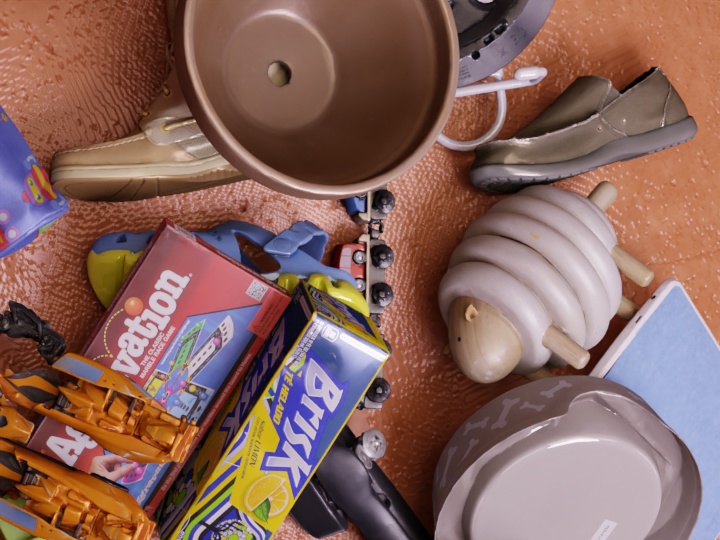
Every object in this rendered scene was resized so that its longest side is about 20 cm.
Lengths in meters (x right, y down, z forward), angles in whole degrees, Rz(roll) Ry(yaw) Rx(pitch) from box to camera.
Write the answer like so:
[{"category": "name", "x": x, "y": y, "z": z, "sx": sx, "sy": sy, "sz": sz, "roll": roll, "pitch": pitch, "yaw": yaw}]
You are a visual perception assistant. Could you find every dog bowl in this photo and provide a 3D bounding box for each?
[{"category": "dog bowl", "x": 0.141, "y": 0.160, "z": 1.740, "sx": 0.198, "sy": 0.059, "sz": 0.201, "roll": -8, "pitch": 128, "yaw": -10}]

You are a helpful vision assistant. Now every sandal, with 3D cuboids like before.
[{"category": "sandal", "x": -0.094, "y": 0.001, "z": 1.711, "sx": 0.198, "sy": 0.080, "sz": 0.088, "roll": 9, "pitch": 47, "yaw": -15}]

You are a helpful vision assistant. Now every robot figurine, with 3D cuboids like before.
[{"category": "robot figurine", "x": -0.216, "y": 0.106, "z": 1.614, "sx": 0.199, "sy": 0.058, "sz": 0.146, "roll": 23, "pitch": 88, "yaw": 7}]

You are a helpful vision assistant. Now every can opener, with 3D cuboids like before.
[{"category": "can opener", "x": 0.018, "y": 0.183, "z": 1.747, "sx": 0.200, "sy": 0.078, "sz": 0.064, "roll": 49, "pitch": 31, "yaw": -14}]

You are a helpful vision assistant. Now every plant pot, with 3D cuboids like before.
[{"category": "plant pot", "x": -0.040, "y": -0.143, "z": 1.652, "sx": 0.199, "sy": 0.093, "sz": 0.203, "roll": 3, "pitch": 81, "yaw": -22}]

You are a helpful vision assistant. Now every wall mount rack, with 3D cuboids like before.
[{"category": "wall mount rack", "x": 0.040, "y": -0.185, "z": 1.776, "sx": 0.172, "sy": 0.075, "sz": 0.202, "roll": -9, "pitch": 87, "yaw": -4}]

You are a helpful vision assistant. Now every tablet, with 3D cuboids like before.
[{"category": "tablet", "x": 0.238, "y": 0.116, "z": 1.822, "sx": 0.130, "sy": 0.014, "sz": 0.200, "roll": -49, "pitch": 126, "yaw": -19}]

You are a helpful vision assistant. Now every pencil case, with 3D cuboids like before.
[{"category": "pencil case", "x": -0.280, "y": -0.095, "z": 1.633, "sx": 0.201, "sy": 0.087, "sz": 0.078, "roll": 56, "pitch": 38, "yaw": -9}]

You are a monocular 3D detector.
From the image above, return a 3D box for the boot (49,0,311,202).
[{"category": "boot", "x": -0.131, "y": -0.135, "z": 1.702, "sx": 0.198, "sy": 0.073, "sz": 0.157, "roll": -11, "pitch": 85, "yaw": -16}]

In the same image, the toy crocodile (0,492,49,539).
[{"category": "toy crocodile", "x": -0.195, "y": 0.237, "z": 1.631, "sx": 0.067, "sy": 0.062, "sz": 0.201, "roll": -20, "pitch": 76, "yaw": -12}]

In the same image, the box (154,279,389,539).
[{"category": "box", "x": -0.062, "y": 0.112, "z": 1.664, "sx": 0.064, "sy": 0.070, "sz": 0.201, "roll": 28, "pitch": 102, "yaw": -19}]

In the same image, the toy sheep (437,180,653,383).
[{"category": "toy sheep", "x": 0.131, "y": 0.007, "z": 1.766, "sx": 0.138, "sy": 0.138, "sz": 0.200, "roll": 50, "pitch": 55, "yaw": -11}]

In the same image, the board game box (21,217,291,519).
[{"category": "board game box", "x": -0.143, "y": 0.074, "z": 1.661, "sx": 0.103, "sy": 0.019, "sz": 0.201, "roll": 30, "pitch": 100, "yaw": -15}]

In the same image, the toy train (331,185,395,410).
[{"category": "toy train", "x": 0.000, "y": 0.000, "z": 1.764, "sx": 0.045, "sy": 0.034, "sz": 0.202, "roll": 2, "pitch": 85, "yaw": -9}]

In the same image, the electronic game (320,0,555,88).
[{"category": "electronic game", "x": 0.045, "y": -0.227, "z": 1.725, "sx": 0.198, "sy": 0.042, "sz": 0.202, "roll": 0, "pitch": 91, "yaw": -1}]

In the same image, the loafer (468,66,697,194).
[{"category": "loafer", "x": 0.160, "y": -0.107, "z": 1.821, "sx": 0.199, "sy": 0.075, "sz": 0.070, "roll": -16, "pitch": 90, "yaw": -33}]
